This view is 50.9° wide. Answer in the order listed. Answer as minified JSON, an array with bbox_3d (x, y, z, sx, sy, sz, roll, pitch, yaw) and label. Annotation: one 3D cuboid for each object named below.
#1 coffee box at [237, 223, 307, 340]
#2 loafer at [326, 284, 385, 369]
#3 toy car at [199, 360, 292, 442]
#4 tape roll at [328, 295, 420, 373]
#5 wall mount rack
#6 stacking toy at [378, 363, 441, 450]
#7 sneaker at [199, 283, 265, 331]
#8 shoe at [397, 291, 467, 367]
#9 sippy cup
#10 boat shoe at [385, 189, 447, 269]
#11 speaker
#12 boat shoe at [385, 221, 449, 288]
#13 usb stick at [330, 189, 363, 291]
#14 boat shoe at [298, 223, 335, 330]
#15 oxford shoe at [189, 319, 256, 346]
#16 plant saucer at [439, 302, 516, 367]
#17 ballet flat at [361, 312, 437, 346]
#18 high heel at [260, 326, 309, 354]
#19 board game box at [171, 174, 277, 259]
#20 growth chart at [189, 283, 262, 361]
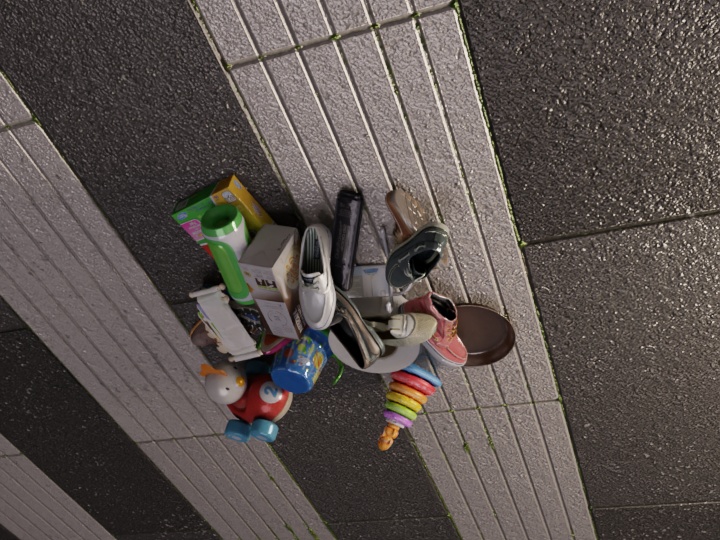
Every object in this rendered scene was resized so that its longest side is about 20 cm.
[{"bbox_3d":[-0.153,0.024,1.465,0.079,0.115,0.201,8,136,24],"label":"coffee box"},{"bbox_3d":[-0.034,0.103,1.464,0.200,0.063,0.072,48,139,-4],"label":"loafer"},{"bbox_3d":[-0.272,0.262,1.701,0.176,0.185,0.200,-11,142,40],"label":"toy car"},{"bbox_3d":[0.033,0.133,1.637,0.201,0.071,0.203,5,135,5],"label":"tape roll"},{"bbox_3d":[0.000,0.000,1.518,0.199,0.075,0.175,-3,101,11],"label":"wall mount rack"},{"bbox_3d":[0.091,0.311,1.701,0.109,0.201,0.116,30,165,-21],"label":"stacking toy"},{"bbox_3d":[-0.255,0.065,1.618,0.199,0.089,0.079,16,133,24],"label":"sneaker"},{"bbox_3d":[0.173,0.123,1.558,0.200,0.072,0.091,42,133,-22],"label":"shoe"},{"bbox_3d":[-0.134,0.194,1.671,0.177,0.131,0.140,2,138,20],"label":"sippy cup"},{"bbox_3d":[0.094,-0.067,1.431,0.071,0.076,0.200,-17,127,27],"label":"boat shoe"},{"bbox_3d":[-0.241,-0.028,1.460,0.088,0.089,0.201,-3,134,13],"label":"speaker"},{"bbox_3d":[0.097,-0.013,1.395,0.072,0.062,0.200,21,142,-16],"label":"boat shoe"},{"bbox_3d":[-0.031,-0.054,1.447,0.055,0.033,0.201,16,115,16],"label":"usb stick"},{"bbox_3d":[-0.091,0.012,1.418,0.073,0.202,0.067,-4,178,18],"label":"boat shoe"},{"bbox_3d":[-0.312,0.138,1.700,0.199,0.073,0.071,-23,127,29],"label":"oxford shoe"},{"bbox_3d":[0.234,0.134,1.631,0.199,0.032,0.201,5,134,5],"label":"plant saucer"},{"bbox_3d":[0.052,0.117,1.504,0.199,0.068,0.062,-8,159,25],"label":"ballet flat"},{"bbox_3d":[-0.130,0.128,1.577,0.067,0.200,0.097,15,136,36],"label":"high heel"},{"bbox_3d":[-0.250,-0.080,1.499,0.152,0.040,0.200,-22,127,27],"label":"board game box"},{"bbox_3d":[-0.288,0.116,1.606,0.144,0.018,0.201,-6,121,41],"label":"growth chart"}]
